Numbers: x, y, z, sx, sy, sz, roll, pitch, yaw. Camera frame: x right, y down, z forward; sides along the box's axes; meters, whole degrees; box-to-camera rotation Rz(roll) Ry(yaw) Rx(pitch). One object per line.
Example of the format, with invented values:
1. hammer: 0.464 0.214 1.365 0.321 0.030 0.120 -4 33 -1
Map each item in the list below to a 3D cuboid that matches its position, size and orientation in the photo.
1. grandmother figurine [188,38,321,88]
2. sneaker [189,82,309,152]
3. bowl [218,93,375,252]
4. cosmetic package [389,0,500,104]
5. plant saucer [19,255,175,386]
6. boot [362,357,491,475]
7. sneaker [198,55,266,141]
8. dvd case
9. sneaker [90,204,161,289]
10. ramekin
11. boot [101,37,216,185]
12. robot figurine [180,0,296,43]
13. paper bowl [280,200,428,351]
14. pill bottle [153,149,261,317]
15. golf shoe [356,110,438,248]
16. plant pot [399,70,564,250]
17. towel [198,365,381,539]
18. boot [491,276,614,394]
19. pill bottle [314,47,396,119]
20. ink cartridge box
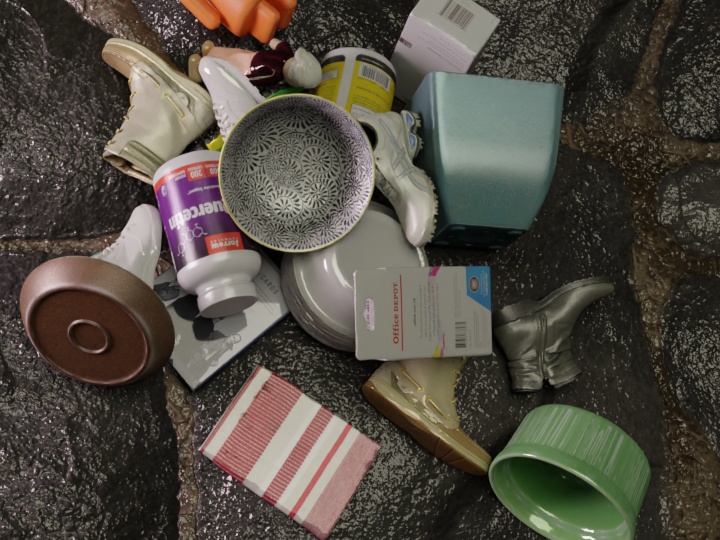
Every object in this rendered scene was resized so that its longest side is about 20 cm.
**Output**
1. grandmother figurine: -0.139 -0.284 1.574 0.198 0.061 0.122 12 56 30
2. sneaker: -0.146 -0.193 1.588 0.200 0.078 0.085 -43 111 -18
3. bowl: -0.085 -0.132 1.457 0.198 0.094 0.203 -2 105 -9
4. cosmetic package: 0.110 -0.309 1.616 0.112 0.200 0.081 34 65 4
5. plant saucer: -0.326 0.072 1.379 0.198 0.201 0.035 20 38 -5
6. boot: 0.121 0.163 1.518 0.199 0.073 0.156 37 65 5
7. sneaker: -0.156 -0.194 1.502 0.080 0.076 0.200 -41 110 -7
8. dvd case: -0.195 0.045 1.511 0.200 0.025 0.151 -39 83 -23
9. sneaker: -0.308 -0.013 1.453 0.088 0.075 0.201 14 48 -18
10. ramekin: 0.273 0.264 1.451 0.199 0.200 0.098 35 59 2
11. boot: -0.310 -0.219 1.555 0.199 0.072 0.155 33 76 14
12. robot figurine: -0.187 -0.419 1.632 0.200 0.117 0.144 42 98 4
13. paper bowl: 0.000 0.000 1.516 0.199 0.104 0.203 9 67 -21
14. pill bottle: -0.195 -0.046 1.469 0.111 0.113 0.202 -13 74 -17
15. golf shoe: 0.041 -0.120 1.498 0.096 0.078 0.202 0 61 -26
16. plant pot: 0.162 -0.140 1.577 0.194 0.196 0.202 5 76 -11
17. towel: -0.090 0.234 1.469 0.199 0.023 0.145 34 69 3
18. boot: 0.283 0.094 1.590 0.198 0.068 0.132 -20 80 -11
19. pill bottle: -0.018 -0.201 1.593 0.113 0.114 0.202 14 68 -8
20. ink cartridge box: 0.067 0.054 1.436 0.198 0.068 0.117 0 88 -28
